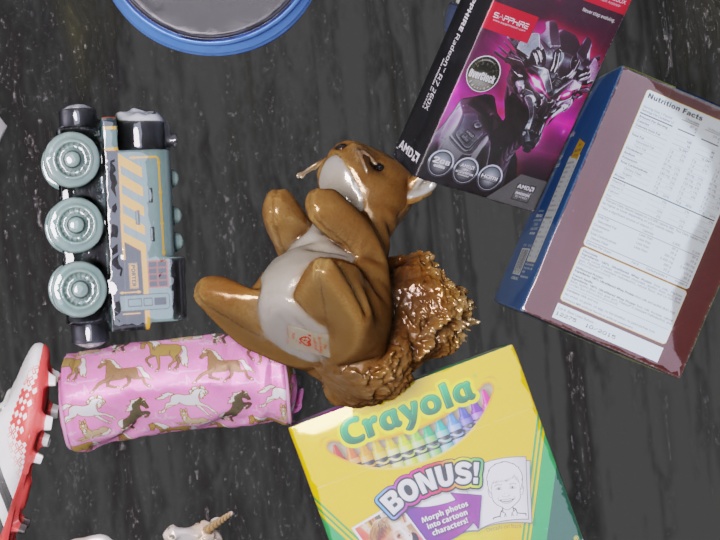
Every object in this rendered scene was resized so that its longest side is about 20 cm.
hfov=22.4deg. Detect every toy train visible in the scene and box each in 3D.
[{"bbox_3d":[-0.203,-0.038,1.500,0.113,0.085,0.201,-3,89,-13],"label":"toy train"}]

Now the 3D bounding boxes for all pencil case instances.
[{"bbox_3d":[-0.148,0.098,1.498,0.199,0.087,0.083,-8,77,0],"label":"pencil case"}]

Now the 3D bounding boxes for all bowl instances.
[{"bbox_3d":[-0.124,-0.280,1.514,0.199,0.039,0.202,0,91,0],"label":"bowl"}]

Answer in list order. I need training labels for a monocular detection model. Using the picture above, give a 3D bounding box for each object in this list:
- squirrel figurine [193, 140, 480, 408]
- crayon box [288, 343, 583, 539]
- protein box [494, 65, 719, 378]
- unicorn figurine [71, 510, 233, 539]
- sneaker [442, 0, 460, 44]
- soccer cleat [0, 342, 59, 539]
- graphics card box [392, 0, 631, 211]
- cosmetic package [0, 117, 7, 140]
[{"bbox_3d":[0.000,0.000,1.465,0.200,0.141,0.187,48,47,-25],"label":"squirrel figurine"},{"bbox_3d":[0.062,0.175,1.513,0.199,0.058,0.173,-21,91,0],"label":"crayon box"},{"bbox_3d":[0.213,-0.038,1.441,0.134,0.199,0.201,23,90,-2],"label":"protein box"},{"bbox_3d":[-0.191,0.272,1.513,0.137,0.074,0.201,7,105,-10],"label":"unicorn figurine"},{"bbox_3d":[0.091,-0.231,1.465,0.200,0.080,0.147,31,87,-35],"label":"sneaker"},{"bbox_3d":[-0.304,0.154,1.506,0.085,0.069,0.201,14,95,-5],"label":"soccer cleat"},{"bbox_3d":[0.121,-0.156,1.443,0.125,0.051,0.201,15,109,-32],"label":"graphics card box"},{"bbox_3d":[-0.385,-0.148,1.432,0.107,0.085,0.200,-16,127,23],"label":"cosmetic package"}]
